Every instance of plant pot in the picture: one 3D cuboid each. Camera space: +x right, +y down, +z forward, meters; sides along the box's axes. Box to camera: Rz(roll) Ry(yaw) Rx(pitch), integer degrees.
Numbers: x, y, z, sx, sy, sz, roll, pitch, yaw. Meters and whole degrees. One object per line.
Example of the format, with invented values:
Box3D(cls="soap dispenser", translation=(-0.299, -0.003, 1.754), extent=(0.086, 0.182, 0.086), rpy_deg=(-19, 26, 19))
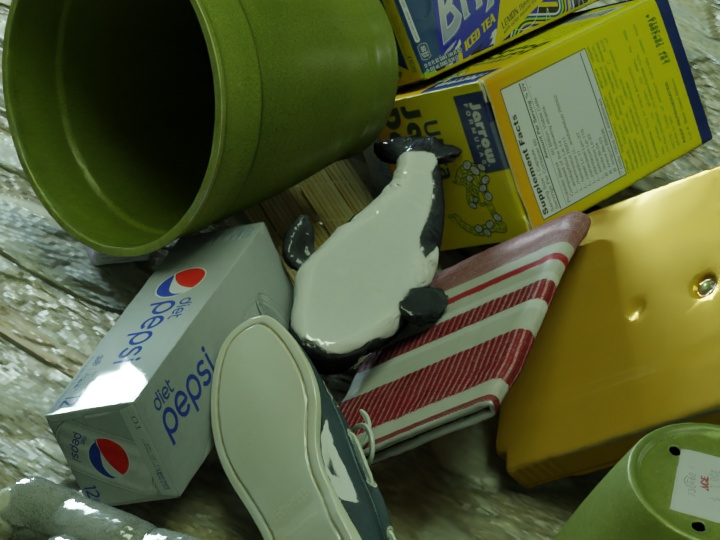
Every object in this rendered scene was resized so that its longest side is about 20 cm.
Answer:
Box3D(cls="plant pot", translation=(0.159, 0.181, 1.318), extent=(0.187, 0.200, 0.187), rpy_deg=(8, 36, -6))
Box3D(cls="plant pot", translation=(-0.084, -0.122, 1.609), extent=(0.193, 0.200, 0.200), rpy_deg=(-12, 42, -44))

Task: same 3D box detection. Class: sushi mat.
Box3D(cls="sushi mat", translation=(-0.040, -0.053, 1.726), extent=(0.096, 0.012, 0.200), rpy_deg=(-8, 41, -23))

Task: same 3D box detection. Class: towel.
Box3D(cls="towel", translation=(0.055, 0.047, 1.535), extent=(0.023, 0.144, 0.200), rpy_deg=(52, 36, -17))

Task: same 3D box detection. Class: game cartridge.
Box3D(cls="game cartridge", translation=(0.171, 0.029, 1.527), extent=(0.032, 0.200, 0.176), rpy_deg=(37, 47, -35))

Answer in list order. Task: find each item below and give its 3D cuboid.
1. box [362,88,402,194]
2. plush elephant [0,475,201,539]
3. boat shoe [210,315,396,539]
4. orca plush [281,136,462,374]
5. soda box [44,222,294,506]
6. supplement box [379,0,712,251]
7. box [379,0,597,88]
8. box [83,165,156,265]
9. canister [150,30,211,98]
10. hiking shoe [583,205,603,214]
Box3D(cls="box", translation=(0.067, -0.156, 1.791), extent=(0.200, 0.156, 0.041), rpy_deg=(-25, 8, -40))
Box3D(cls="plush elephant", translation=(-0.103, 0.213, 1.262), extent=(0.200, 0.165, 0.155), rpy_deg=(7, 62, 51))
Box3D(cls="boat shoe", translation=(-0.024, 0.115, 1.442), extent=(0.062, 0.075, 0.200), rpy_deg=(25, 31, -50))
Box3D(cls="orca plush", translation=(0.000, 0.000, 1.602), extent=(0.105, 0.071, 0.200), rpy_deg=(13, 48, -5))
Box3D(cls="soda box", translation=(-0.104, 0.053, 1.506), extent=(0.063, 0.068, 0.200), rpy_deg=(-10, 26, 28))
Box3D(cls="supplement box", translation=(0.122, -0.099, 1.722), extent=(0.109, 0.109, 0.200), rpy_deg=(-9, 14, 47))
Box3D(cls="box", translation=(0.079, -0.183, 1.738), extent=(0.200, 0.070, 0.064), rpy_deg=(-27, 9, -38))
Box3D(cls="box", translation=(-0.183, -0.079, 1.697), extent=(0.041, 0.039, 0.200), rpy_deg=(-5, 40, -23))
Box3D(cls="canister", translation=(-0.092, -0.166, 1.792), extent=(0.200, 0.087, 0.149), rpy_deg=(-13, 33, -33))
Box3D(cls="hiking shoe", translation=(0.181, 0.009, 1.635), extent=(0.076, 0.101, 0.200), rpy_deg=(-1, 39, -20))
